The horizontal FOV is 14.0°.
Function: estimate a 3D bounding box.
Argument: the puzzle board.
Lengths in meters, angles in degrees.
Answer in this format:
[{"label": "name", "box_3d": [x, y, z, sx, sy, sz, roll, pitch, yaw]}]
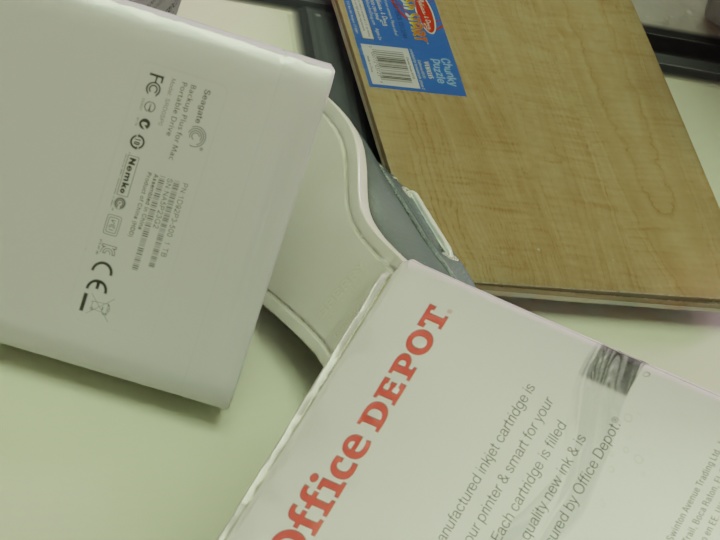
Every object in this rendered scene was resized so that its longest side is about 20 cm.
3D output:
[{"label": "puzzle board", "box_3d": [0.073, -0.056, 1.258, 0.150, 0.017, 0.200, 4, 43, -20]}]

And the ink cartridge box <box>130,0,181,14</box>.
[{"label": "ink cartridge box", "box_3d": [-0.139, -0.166, 1.132, 0.144, 0.200, 0.145, 31, 40, 10]}]

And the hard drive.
[{"label": "hard drive", "box_3d": [-0.124, -0.041, 1.062, 0.199, 0.132, 0.026, 17, 8, -7]}]

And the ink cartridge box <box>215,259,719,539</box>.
[{"label": "ink cartridge box", "box_3d": [0.067, 0.105, 0.970, 0.199, 0.084, 0.146, 24, 59, 15]}]

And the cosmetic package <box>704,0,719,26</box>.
[{"label": "cosmetic package", "box_3d": [0.278, -0.184, 1.318, 0.165, 0.200, 0.165, 30, 65, 7]}]

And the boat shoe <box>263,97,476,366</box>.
[{"label": "boat shoe", "box_3d": [0.000, 0.000, 1.138, 0.062, 0.073, 0.200, 35, 16, -50]}]
